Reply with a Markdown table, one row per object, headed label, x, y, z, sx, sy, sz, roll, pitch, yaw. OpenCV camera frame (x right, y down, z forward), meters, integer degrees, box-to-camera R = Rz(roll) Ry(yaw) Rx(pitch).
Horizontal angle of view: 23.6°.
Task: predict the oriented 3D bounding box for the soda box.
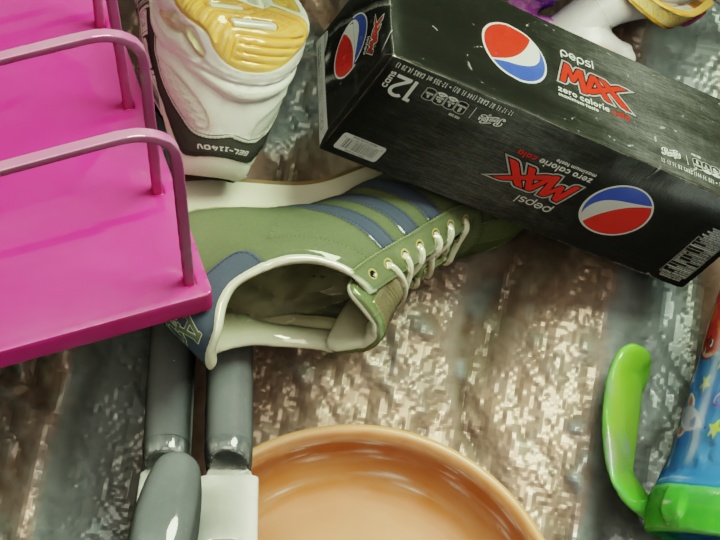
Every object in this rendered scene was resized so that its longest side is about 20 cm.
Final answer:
| label | x | y | z | sx | sy | sz | roll | pitch | yaw |
| --- | --- | --- | --- | --- | --- | --- | --- | --- | --- |
| soda box | 0.080 | -0.063 | 0.760 | 0.199 | 0.063 | 0.071 | 20 | 45 | -25 |

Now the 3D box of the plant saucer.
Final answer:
| label | x | y | z | sx | sy | sz | roll | pitch | yaw |
| --- | --- | --- | --- | --- | --- | --- | --- | --- | --- |
| plant saucer | -0.005 | 0.171 | 0.767 | 0.198 | 0.037 | 0.202 | 0 | 77 | -1 |

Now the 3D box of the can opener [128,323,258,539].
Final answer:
| label | x | y | z | sx | sy | sz | roll | pitch | yaw |
| --- | --- | --- | --- | --- | --- | --- | --- | --- | --- |
| can opener | -0.069 | 0.067 | 0.745 | 0.052 | 0.067 | 0.201 | 1 | 50 | -3 |

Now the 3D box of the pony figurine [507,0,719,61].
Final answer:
| label | x | y | z | sx | sy | sz | roll | pitch | yaw |
| --- | --- | --- | --- | --- | --- | --- | --- | --- | --- |
| pony figurine | 0.122 | -0.173 | 0.796 | 0.199 | 0.167 | 0.194 | -32 | 106 | 8 |

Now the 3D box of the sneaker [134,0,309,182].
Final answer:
| label | x | y | z | sx | sy | sz | roll | pitch | yaw |
| --- | --- | --- | --- | --- | --- | --- | --- | --- | --- |
| sneaker | -0.080 | -0.112 | 0.780 | 0.075 | 0.200 | 0.088 | 8 | 119 | -17 |

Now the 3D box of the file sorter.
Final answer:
| label | x | y | z | sx | sy | sz | roll | pitch | yaw |
| --- | --- | --- | --- | --- | --- | --- | --- | --- | --- |
| file sorter | -0.154 | -0.080 | 0.680 | 0.138 | 0.126 | 0.201 | -15 | 61 | -12 |

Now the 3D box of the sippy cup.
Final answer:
| label | x | y | z | sx | sy | sz | roll | pitch | yaw |
| --- | --- | --- | --- | --- | --- | --- | --- | --- | --- |
| sippy cup | 0.199 | 0.061 | 0.745 | 0.176 | 0.140 | 0.131 | 11 | 80 | 2 |

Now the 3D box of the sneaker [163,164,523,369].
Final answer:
| label | x | y | z | sx | sy | sz | roll | pitch | yaw |
| --- | --- | --- | --- | --- | --- | --- | --- | --- | --- |
| sneaker | 0.000 | 0.000 | 0.760 | 0.199 | 0.067 | 0.090 | -8 | 46 | -22 |
